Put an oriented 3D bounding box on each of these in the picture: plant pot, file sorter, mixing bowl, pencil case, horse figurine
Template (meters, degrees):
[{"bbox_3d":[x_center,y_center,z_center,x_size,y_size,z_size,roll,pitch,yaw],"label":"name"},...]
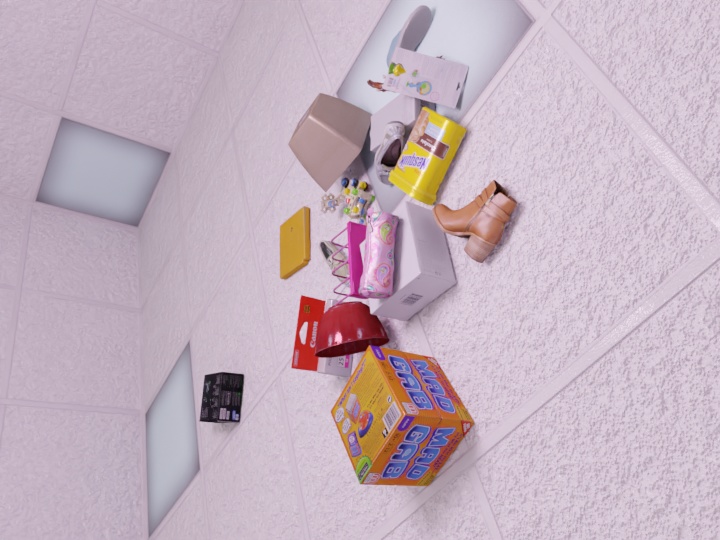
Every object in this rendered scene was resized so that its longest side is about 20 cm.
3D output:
[{"bbox_3d":[-0.101,-0.402,1.852,0.199,0.175,0.203,-42,23,40],"label":"plant pot"},{"bbox_3d":[0.000,0.000,1.654,0.125,0.136,0.206,-34,52,49],"label":"file sorter"},{"bbox_3d":[-0.029,0.145,1.572,0.198,0.196,0.112,-29,67,48],"label":"mixing bowl"},{"bbox_3d":[0.041,-0.038,1.433,0.086,0.086,0.207,-11,71,54],"label":"pencil case"},{"bbox_3d":[0.117,-0.520,1.661,0.132,0.197,0.051,30,144,57],"label":"horse figurine"}]

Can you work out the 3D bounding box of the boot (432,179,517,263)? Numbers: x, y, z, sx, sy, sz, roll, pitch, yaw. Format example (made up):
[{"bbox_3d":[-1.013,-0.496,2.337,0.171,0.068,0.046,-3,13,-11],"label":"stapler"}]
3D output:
[{"bbox_3d":[0.250,-0.136,1.372,0.158,0.075,0.201,-62,38,24],"label":"boot"}]

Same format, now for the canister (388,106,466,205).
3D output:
[{"bbox_3d":[0.166,-0.287,1.544,0.148,0.085,0.204,43,113,47],"label":"canister"}]

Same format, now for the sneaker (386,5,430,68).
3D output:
[{"bbox_3d":[0.126,-0.664,1.754,0.202,0.072,0.083,-56,41,27],"label":"sneaker"}]

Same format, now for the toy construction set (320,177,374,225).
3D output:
[{"bbox_3d":[-0.033,-0.205,1.827,0.197,0.091,0.135,17,93,46],"label":"toy construction set"}]

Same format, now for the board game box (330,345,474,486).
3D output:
[{"bbox_3d":[0.085,0.320,1.353,0.203,0.196,0.201,-60,37,23],"label":"board game box"}]

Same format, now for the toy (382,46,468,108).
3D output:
[{"bbox_3d":[0.165,-0.484,1.574,0.047,0.195,0.118,55,-125,-79],"label":"toy"}]

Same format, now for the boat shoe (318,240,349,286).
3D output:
[{"bbox_3d":[-0.072,-0.021,1.834,0.073,0.061,0.201,-62,37,20],"label":"boat shoe"}]

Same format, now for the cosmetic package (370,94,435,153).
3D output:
[{"bbox_3d":[0.112,-0.401,1.678,0.198,0.079,0.116,-23,60,52],"label":"cosmetic package"}]

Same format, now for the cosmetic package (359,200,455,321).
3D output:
[{"bbox_3d":[0.110,-0.019,1.505,0.199,0.120,0.205,-41,49,41],"label":"cosmetic package"}]

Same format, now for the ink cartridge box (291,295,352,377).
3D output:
[{"bbox_3d":[-0.095,0.180,1.698,0.043,0.170,0.207,-8,72,53],"label":"ink cartridge box"}]

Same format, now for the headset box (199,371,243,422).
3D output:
[{"bbox_3d":[-0.524,0.478,2.313,0.198,0.091,0.180,-20,63,52],"label":"headset box"}]

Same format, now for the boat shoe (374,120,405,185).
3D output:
[{"bbox_3d":[0.080,-0.299,1.641,0.204,0.072,0.066,106,166,-52],"label":"boat shoe"}]

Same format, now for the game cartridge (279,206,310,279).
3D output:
[{"bbox_3d":[-0.225,-0.093,2.126,0.175,0.032,0.206,-30,57,49],"label":"game cartridge"}]
